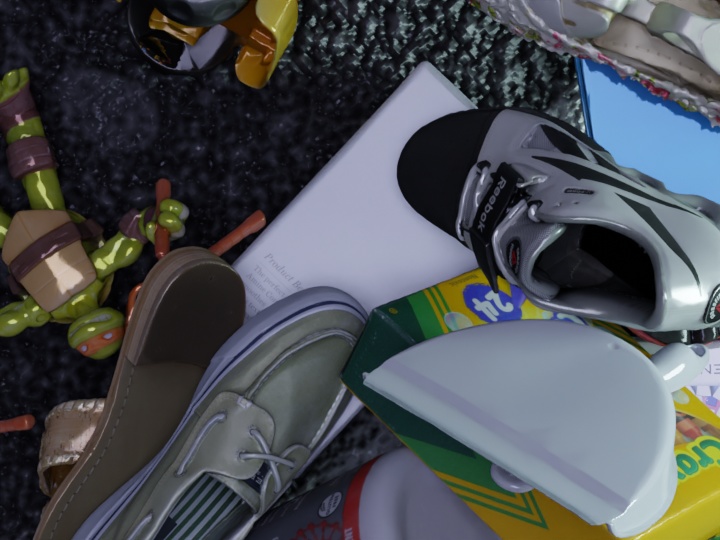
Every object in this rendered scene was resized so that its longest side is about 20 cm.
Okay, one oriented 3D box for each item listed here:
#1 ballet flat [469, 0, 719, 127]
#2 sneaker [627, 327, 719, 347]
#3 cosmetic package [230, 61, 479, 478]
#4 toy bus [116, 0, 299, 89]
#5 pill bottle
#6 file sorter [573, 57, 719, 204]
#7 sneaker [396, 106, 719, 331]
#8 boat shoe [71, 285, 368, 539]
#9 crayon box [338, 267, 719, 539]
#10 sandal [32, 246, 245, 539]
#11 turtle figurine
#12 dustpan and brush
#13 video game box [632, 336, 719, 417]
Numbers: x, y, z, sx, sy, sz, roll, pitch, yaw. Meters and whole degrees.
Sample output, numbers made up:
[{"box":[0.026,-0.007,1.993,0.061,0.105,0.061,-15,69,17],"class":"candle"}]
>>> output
[{"box":[0.135,-0.120,1.199,0.199,0.064,0.076,23,92,1],"class":"ballet flat"},{"box":[0.203,-0.005,1.321,0.199,0.087,0.074,-3,96,-23],"class":"sneaker"},{"box":[0.000,0.000,1.322,0.102,0.074,0.200,45,90,0],"class":"cosmetic package"},{"box":[-0.092,-0.214,1.302,0.199,0.136,0.193,31,76,-2],"class":"toy bus"},{"box":[-0.024,0.171,1.268,0.200,0.116,0.116,-29,90,34],"class":"pill bottle"},{"box":[0.207,-0.102,1.291,0.199,0.123,0.140,-9,91,2],"class":"file sorter"},{"box":[0.085,-0.024,1.206,0.199,0.088,0.074,21,113,34],"class":"sneaker"},{"box":[-0.060,0.096,1.243,0.072,0.062,0.200,42,87,-30],"class":"boat shoe"},{"box":[0.103,0.082,1.227,0.200,0.125,0.052,44,128,22],"class":"crayon box"},{"box":[-0.122,0.080,1.286,0.077,0.070,0.213,15,103,-37],"class":"sandal"},{"box":[-0.155,-0.019,1.327,0.200,0.064,0.162,-34,82,12],"class":"turtle figurine"},{"box":[0.107,0.059,1.178,0.139,0.200,0.057,30,131,27],"class":"dustpan and brush"},{"box":[0.163,0.133,1.335,0.181,0.047,0.201,-1,91,4],"class":"video game box"}]
